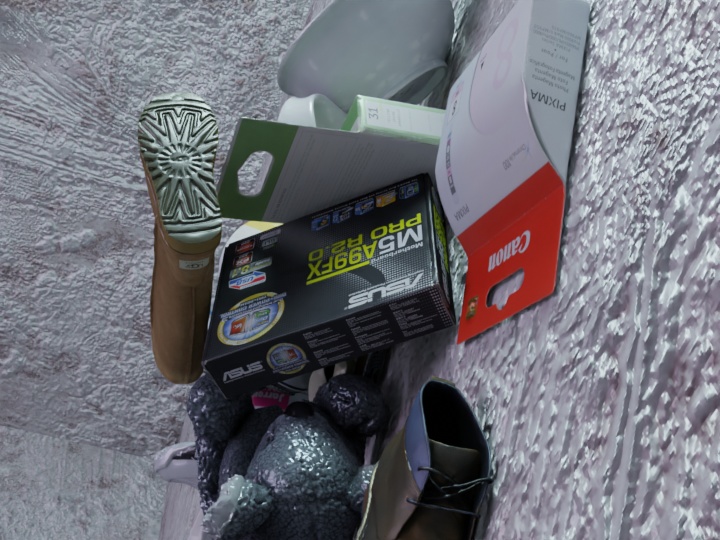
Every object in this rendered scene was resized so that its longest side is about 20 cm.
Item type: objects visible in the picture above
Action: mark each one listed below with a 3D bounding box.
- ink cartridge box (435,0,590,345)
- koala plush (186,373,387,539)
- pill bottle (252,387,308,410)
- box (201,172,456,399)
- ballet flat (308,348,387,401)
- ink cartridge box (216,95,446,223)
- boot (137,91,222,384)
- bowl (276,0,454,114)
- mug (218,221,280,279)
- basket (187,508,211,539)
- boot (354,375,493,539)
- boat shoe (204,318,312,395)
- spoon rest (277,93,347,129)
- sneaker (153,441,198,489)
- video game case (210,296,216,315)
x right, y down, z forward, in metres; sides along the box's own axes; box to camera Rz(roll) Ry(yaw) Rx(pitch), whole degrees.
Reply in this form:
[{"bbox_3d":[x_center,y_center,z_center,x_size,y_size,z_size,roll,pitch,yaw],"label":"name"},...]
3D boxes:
[{"bbox_3d":[0.091,-0.067,0.673,0.163,0.056,0.202,135,152,-68],"label":"ink cartridge box"},{"bbox_3d":[-0.048,0.173,0.779,0.200,0.175,0.186,158,114,-75],"label":"koala plush"},{"bbox_3d":[-0.074,0.124,1.063,0.113,0.112,0.202,133,149,-67],"label":"pill bottle"},{"bbox_3d":[-0.025,0.009,0.809,0.161,0.198,0.045,-88,-25,-54],"label":"box"},{"bbox_3d":[-0.011,0.070,0.921,0.074,0.073,0.203,-165,84,-79],"label":"ballet flat"},{"bbox_3d":[-0.022,-0.090,0.860,0.146,0.197,0.048,121,152,-54],"label":"ink cartridge box"},{"bbox_3d":[-0.161,-0.026,0.860,0.201,0.065,0.177,107,159,-53],"label":"boot"},{"bbox_3d":[0.023,-0.205,0.968,0.200,0.091,0.201,-36,-8,-6],"label":"bowl"},{"bbox_3d":[-0.094,-0.013,1.280,0.153,0.148,0.189,-173,91,-71],"label":"mug"},{"bbox_3d":[-0.125,0.352,0.996,0.136,0.122,0.202,118,163,-50],"label":"basket"},{"bbox_3d":[0.037,0.150,0.593,0.201,0.074,0.098,-94,19,-63],"label":"boot"},{"bbox_3d":[-0.122,0.099,0.999,0.199,0.072,0.072,17,85,47],"label":"boat shoe"},{"bbox_3d":[-0.031,-0.124,0.954,0.200,0.098,0.061,27,-121,-74],"label":"spoon rest"},{"bbox_3d":[-0.110,0.227,0.943,0.075,0.197,0.116,53,-139,-71],"label":"sneaker"},{"bbox_3d":[-0.072,-0.020,1.091,0.199,0.018,0.143,-38,-4,8],"label":"video game case"}]
